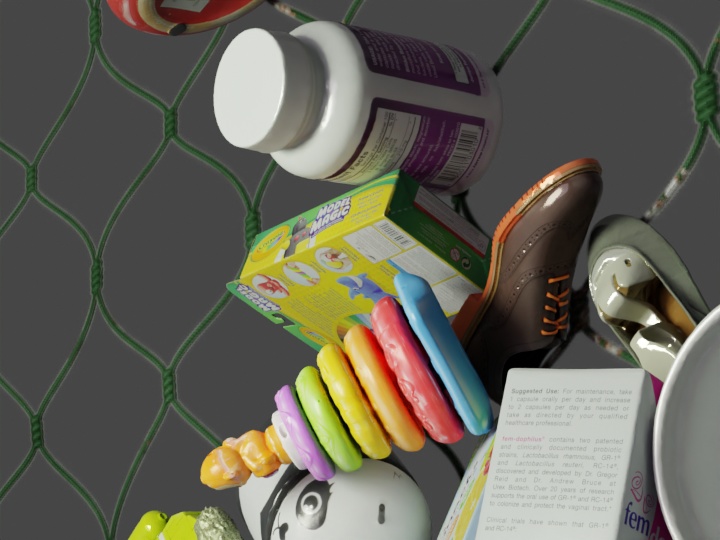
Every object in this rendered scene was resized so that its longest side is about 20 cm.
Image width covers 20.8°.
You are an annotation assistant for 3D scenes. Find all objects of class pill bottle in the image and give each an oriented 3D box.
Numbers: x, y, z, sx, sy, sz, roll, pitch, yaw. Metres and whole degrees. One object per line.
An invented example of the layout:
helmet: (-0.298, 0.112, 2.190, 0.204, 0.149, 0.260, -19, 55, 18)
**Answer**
pill bottle: (-0.002, -0.117, 1.403, 0.112, 0.199, 0.113, -9, 78, 49)

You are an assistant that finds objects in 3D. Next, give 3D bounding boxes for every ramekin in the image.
ramekin: (0.273, 0.102, 1.091, 0.199, 0.105, 0.202, -3, 85, 37)

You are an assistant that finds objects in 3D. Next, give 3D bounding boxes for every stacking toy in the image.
stacking toy: (-0.019, 0.098, 1.324, 0.110, 0.199, 0.116, 61, -179, -13)

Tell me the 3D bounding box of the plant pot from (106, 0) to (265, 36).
plant pot: (-0.148, -0.307, 1.616, 0.200, 0.200, 0.183, -43, 64, 39)

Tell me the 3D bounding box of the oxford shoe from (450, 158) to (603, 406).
oxford shoe: (0.126, 0.010, 1.336, 0.073, 0.071, 0.201, 54, 139, 32)

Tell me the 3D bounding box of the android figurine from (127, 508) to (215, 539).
android figurine: (-0.151, 0.288, 1.666, 0.200, 0.041, 0.183, -56, 47, 33)

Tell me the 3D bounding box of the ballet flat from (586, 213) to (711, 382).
ballet flat: (0.189, 0.031, 1.259, 0.068, 0.063, 0.200, -59, 45, 29)

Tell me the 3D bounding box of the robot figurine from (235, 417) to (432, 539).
robot figurine: (-0.024, 0.172, 1.432, 0.151, 0.124, 0.200, 63, 173, -23)

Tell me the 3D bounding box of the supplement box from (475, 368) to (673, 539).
supplement box: (0.133, 0.167, 1.149, 0.103, 0.101, 0.201, -4, 66, 39)

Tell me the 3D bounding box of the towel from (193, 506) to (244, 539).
towel: (-0.071, 0.275, 1.489, 0.149, 0.036, 0.201, 55, 168, 36)

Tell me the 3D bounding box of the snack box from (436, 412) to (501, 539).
snack box: (0.078, 0.187, 1.276, 0.142, 0.053, 0.201, 112, -177, -69)

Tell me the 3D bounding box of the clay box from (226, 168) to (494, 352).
clay box: (0.000, 0.000, 1.451, 0.199, 0.115, 0.048, -21, 41, 48)
